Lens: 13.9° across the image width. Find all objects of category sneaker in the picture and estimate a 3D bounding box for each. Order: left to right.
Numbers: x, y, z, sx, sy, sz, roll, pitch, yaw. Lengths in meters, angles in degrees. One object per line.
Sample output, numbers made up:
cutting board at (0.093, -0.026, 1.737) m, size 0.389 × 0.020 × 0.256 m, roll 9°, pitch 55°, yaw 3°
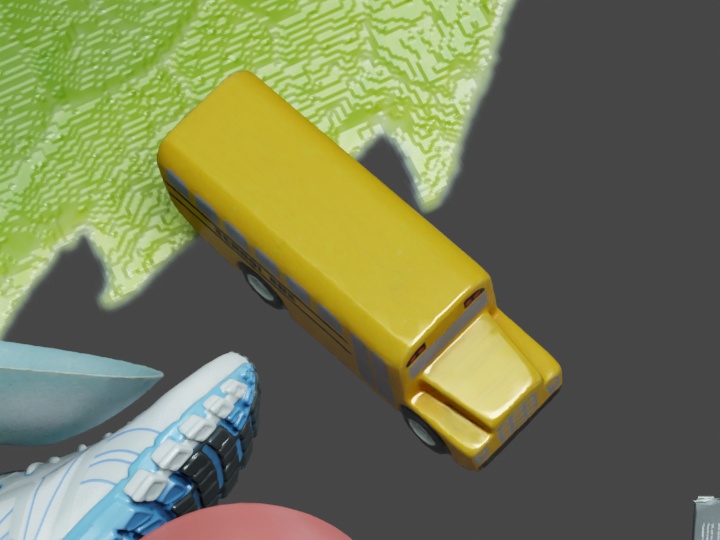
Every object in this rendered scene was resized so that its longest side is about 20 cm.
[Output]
sneaker at (-0.127, 0.103, 1.320) m, size 0.087 × 0.075 × 0.200 m, roll 35°, pitch 72°, yaw 26°

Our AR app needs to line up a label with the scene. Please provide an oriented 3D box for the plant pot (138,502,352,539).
plant pot at (-0.037, 0.194, 1.184) m, size 0.200 × 0.201 × 0.177 m, roll -20°, pitch 23°, yaw -4°

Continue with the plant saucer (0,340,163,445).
plant saucer at (-0.187, 0.050, 1.295) m, size 0.200 × 0.201 × 0.039 m, roll 8°, pitch 90°, yaw 9°

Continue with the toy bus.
toy bus at (0.000, 0.000, 1.348) m, size 0.065 × 0.078 × 0.200 m, roll -43°, pitch 68°, yaw -14°

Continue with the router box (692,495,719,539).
router box at (0.208, 0.199, 1.241) m, size 0.149 × 0.062 × 0.201 m, roll 3°, pitch 65°, yaw 8°
